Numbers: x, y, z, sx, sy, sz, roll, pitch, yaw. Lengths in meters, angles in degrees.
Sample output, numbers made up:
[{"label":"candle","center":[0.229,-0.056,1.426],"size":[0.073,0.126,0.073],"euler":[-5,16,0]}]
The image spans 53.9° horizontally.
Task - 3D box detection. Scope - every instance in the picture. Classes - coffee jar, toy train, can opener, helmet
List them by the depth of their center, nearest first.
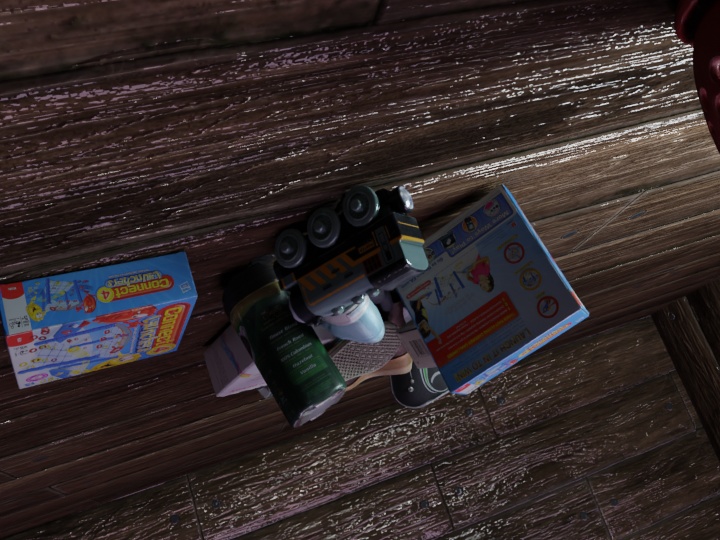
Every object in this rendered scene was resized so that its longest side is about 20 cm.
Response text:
[{"label":"toy train","center":[-0.015,-0.016,0.818],"size":[0.198,0.116,0.085],"euler":[-29,161,25]},{"label":"coffee jar","center":[-0.101,0.092,0.906],"size":[0.085,0.201,0.104],"euler":[-29,166,-18]},{"label":"can opener","center":[0.015,0.037,1.011],"size":[0.053,0.068,0.200],"euler":[-20,157,4]},{"label":"helmet","center":[0.106,0.157,1.375],"size":[0.198,0.193,0.200],"euler":[-27,172,-4]}]

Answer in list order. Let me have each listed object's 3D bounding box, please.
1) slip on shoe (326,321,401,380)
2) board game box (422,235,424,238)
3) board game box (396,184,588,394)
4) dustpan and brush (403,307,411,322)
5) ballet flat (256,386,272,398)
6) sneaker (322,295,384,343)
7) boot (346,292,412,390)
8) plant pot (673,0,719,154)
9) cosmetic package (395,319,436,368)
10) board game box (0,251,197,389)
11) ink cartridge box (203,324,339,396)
[{"label":"slip on shoe","center":[-0.025,0.139,1.115],"size":[0.198,0.075,0.061],"euler":[-32,-160,-1]},{"label":"board game box","center":[0.000,0.000,1.042],"size":[0.095,0.030,0.200],"euler":[-5,154,-41]},{"label":"board game box","center":[0.163,0.027,0.940],"size":[0.199,0.198,0.056],"euler":[-35,155,17]},{"label":"dustpan and brush","center":[0.019,0.090,1.268],"size":[0.138,0.058,0.199],"euler":[21,170,-37]},{"label":"ballet flat","center":[-0.179,0.190,1.376],"size":[0.070,0.070,0.200],"euler":[9,147,-24]},{"label":"sneaker","center":[-0.032,0.057,0.942],"size":[0.074,0.082,0.200],"euler":[-41,-157,-10]},{"label":"boot","center":[-0.011,0.115,1.181],"size":[0.196,0.073,0.168],"euler":[-11,127,4]},{"label":"plant pot","center":[0.381,-0.196,0.606],"size":[0.197,0.185,0.201],"euler":[-19,164,-6]},{"label":"cosmetic package","center":[0.162,0.064,1.088],"size":[0.199,0.072,0.105],"euler":[-34,-178,-25]},{"label":"board game box","center":[-0.301,0.060,0.816],"size":[0.193,0.057,0.200],"euler":[-12,161,-26]},{"label":"ink cartridge box","center":[-0.144,0.119,1.136],"size":[0.146,0.087,0.200],"euler":[-8,159,-41]}]
